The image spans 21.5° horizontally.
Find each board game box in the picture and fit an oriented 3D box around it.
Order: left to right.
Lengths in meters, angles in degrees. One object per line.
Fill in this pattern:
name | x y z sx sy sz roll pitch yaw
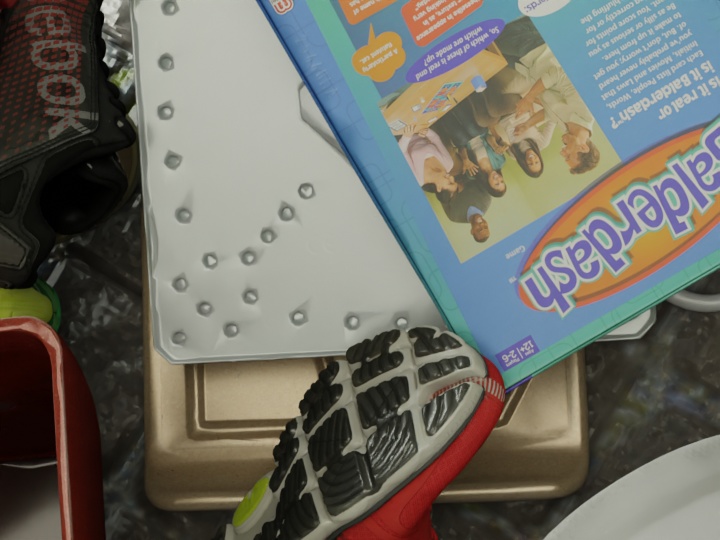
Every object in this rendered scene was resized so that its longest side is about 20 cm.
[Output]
board game box | 0.012 -0.068 0.753 0.199 0.026 0.201 -3 93 5
board game box | 0.063 -0.075 0.712 0.152 0.045 0.200 -30 89 6

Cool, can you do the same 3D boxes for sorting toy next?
sorting toy | 0.000 0.000 0.799 0.185 0.036 0.201 -3 77 6

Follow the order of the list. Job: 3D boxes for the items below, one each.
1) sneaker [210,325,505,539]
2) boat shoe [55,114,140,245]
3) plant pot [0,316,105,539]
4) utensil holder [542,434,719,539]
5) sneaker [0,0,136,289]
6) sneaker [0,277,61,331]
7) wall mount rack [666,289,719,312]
sneaker | 0.004 0.099 0.732 0.085 0.077 0.200 22 127 -22
boat shoe | -0.195 -0.042 0.809 0.199 0.065 0.072 -4 82 6
plant pot | -0.183 0.136 0.726 0.199 0.176 0.200 -6 81 5
utensil holder | 0.153 0.183 0.644 0.170 0.170 0.200 -37 49 0
sneaker | -0.130 -0.068 0.756 0.098 0.071 0.201 29 45 -10
sneaker | -0.214 0.031 0.798 0.199 0.084 0.074 -4 84 25
wall mount rack | 0.211 -0.042 0.757 0.200 0.075 0.174 -43 83 0
